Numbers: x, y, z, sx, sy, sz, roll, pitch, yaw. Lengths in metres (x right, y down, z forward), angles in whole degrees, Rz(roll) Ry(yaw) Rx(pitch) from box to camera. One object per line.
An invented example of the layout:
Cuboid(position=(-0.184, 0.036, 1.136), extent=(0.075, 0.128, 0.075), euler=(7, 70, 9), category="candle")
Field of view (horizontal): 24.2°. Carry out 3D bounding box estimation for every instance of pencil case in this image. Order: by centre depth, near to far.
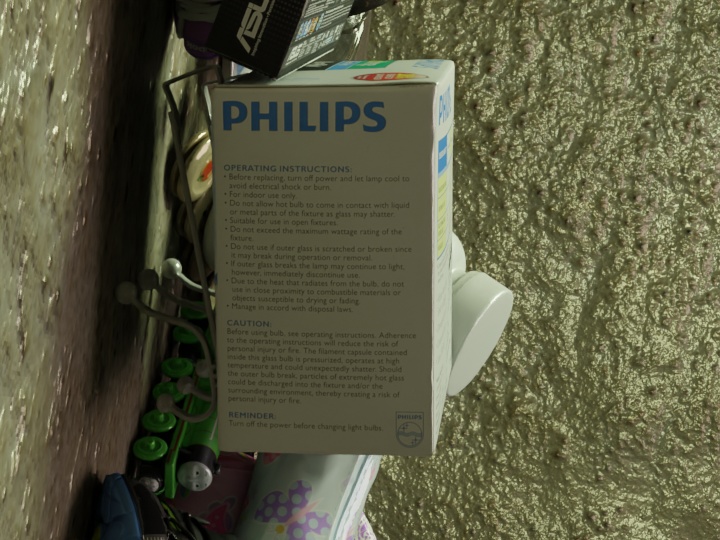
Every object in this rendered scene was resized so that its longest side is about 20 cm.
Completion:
Cuboid(position=(-0.036, 0.158, 1.099), extent=(0.091, 0.083, 0.201), euler=(-10, -121, 57), category="pencil case")
Cuboid(position=(-0.111, 0.218, 1.149), extent=(0.087, 0.087, 0.201), euler=(41, 55, -87), category="pencil case")

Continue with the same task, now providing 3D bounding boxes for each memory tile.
Cuboid(position=(-0.079, -0.066, 1.186), extent=(0.154, 0.017, 0.200), euler=(-52, 162, -25), category="memory tile")

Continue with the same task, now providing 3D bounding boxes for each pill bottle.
Cuboid(position=(0.000, 0.000, 1.144), extent=(0.112, 0.199, 0.113), euler=(-49, 159, -26), category="pill bottle")

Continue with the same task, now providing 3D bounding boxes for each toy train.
Cuboid(position=(-0.110, 0.085, 1.134), extent=(0.200, 0.056, 0.042), euler=(-80, 176, -58), category="toy train")

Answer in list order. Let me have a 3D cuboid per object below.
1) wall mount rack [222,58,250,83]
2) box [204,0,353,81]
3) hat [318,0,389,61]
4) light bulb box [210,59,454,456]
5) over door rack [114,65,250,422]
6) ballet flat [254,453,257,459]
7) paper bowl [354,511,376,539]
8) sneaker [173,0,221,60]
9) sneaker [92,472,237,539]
Cuboid(position=(-0.075, -0.140, 1.265), extent=(0.174, 0.074, 0.201), euler=(-33, 134, -50), category="wall mount rack")
Cuboid(position=(-0.019, -0.197, 0.939), extent=(0.200, 0.044, 0.161), euler=(-57, 169, -75), category="box")
Cuboid(position=(-0.020, -0.227, 1.192), extent=(0.200, 0.081, 0.202), euler=(5, 84, -57), category="hat")
Cuboid(position=(-0.009, -0.017, 0.972), extent=(0.198, 0.124, 0.201), euler=(-62, 153, -78), category="light bulb box")
Cuboid(position=(-0.102, -0.021, 1.009), extent=(0.148, 0.066, 0.201), euler=(-57, 148, -83), category="over door rack")
Cuboid(position=(-0.099, 0.113, 1.277), extent=(0.068, 0.070, 0.201), euler=(94, 4, -49), category="ballet flat")
Cuboid(position=(-0.067, 0.243, 1.338), extent=(0.201, 0.104, 0.201), euler=(46, 27, -31), category="paper bowl")
Cuboid(position=(-0.084, -0.172, 0.986), extent=(0.201, 0.072, 0.115), euler=(-77, 176, -69), category="sneaker")
Cuboid(position=(-0.112, 0.163, 0.981), extent=(0.200, 0.082, 0.071), euler=(85, 11, -75), category="sneaker")
